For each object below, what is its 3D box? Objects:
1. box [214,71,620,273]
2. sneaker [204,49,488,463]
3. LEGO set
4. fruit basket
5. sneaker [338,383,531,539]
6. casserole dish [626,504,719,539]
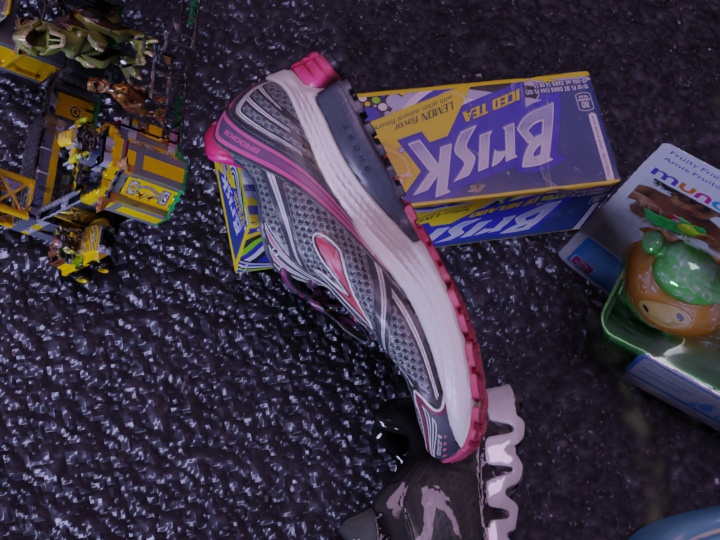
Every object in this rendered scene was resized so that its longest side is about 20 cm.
[{"bbox_3d":[0.029,-0.052,0.822,0.200,0.064,0.070,-8,70,-14],"label":"box"},{"bbox_3d":[0.000,0.000,0.736,0.075,0.081,0.200,-28,84,3],"label":"sneaker"},{"bbox_3d":[-0.157,-0.105,0.754,0.116,0.154,0.200,19,74,-34],"label":"LEGO set"},{"bbox_3d":[0.194,0.019,0.756,0.185,0.200,0.094,29,79,0],"label":"fruit basket"},{"bbox_3d":[0.033,0.146,0.743,0.090,0.066,0.200,5,64,-6],"label":"sneaker"},{"bbox_3d":[0.223,0.169,0.787,0.200,0.039,0.121,-7,70,-16],"label":"casserole dish"}]
